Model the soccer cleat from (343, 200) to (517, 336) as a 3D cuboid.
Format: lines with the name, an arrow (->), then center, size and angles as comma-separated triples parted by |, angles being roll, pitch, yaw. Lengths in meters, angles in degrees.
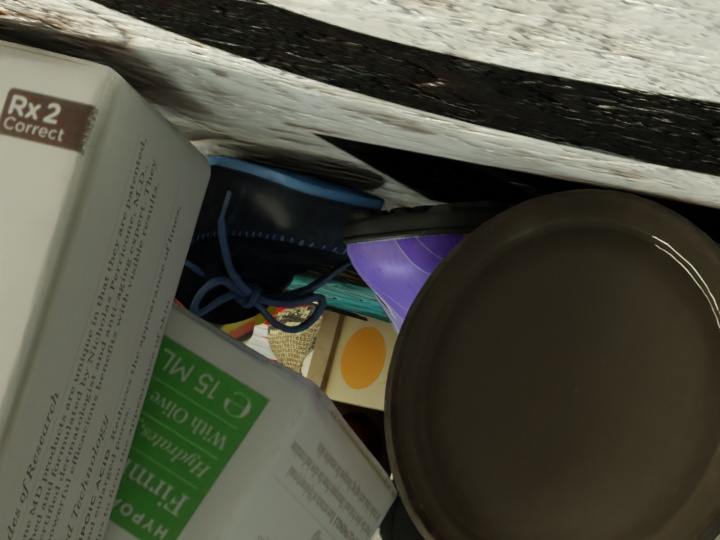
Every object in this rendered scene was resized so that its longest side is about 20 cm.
soccer cleat -> 0.042, 0.017, 1.148 | 0.068, 0.073, 0.200 | -2, 171, 14

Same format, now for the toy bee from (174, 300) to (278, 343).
toy bee -> -0.099, 0.038, 1.586 | 0.131, 0.109, 0.200 | -28, -172, -5

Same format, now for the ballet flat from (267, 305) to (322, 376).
ballet flat -> 0.028, 0.068, 1.693 | 0.200, 0.068, 0.075 | 12, -142, 17

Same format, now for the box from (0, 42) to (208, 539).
box -> -0.185, 0.015, 1.057 | 0.199, 0.200, 0.131 | 13, 170, 17

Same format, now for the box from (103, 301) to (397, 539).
box -> -0.123, 0.093, 1.209 | 0.199, 0.171, 0.200 | 31, 171, 18

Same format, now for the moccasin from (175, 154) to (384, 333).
moccasin -> -0.048, -0.007, 1.220 | 0.080, 0.068, 0.200 | 17, 173, -22

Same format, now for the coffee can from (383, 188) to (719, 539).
coffee can -> 0.120, 0.064, 1.088 | 0.146, 0.146, 0.200 | 11, 173, 32

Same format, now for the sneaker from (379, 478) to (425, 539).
sneaker -> 0.069, 0.086, 1.308 | 0.075, 0.200, 0.079 | 44, 135, -20

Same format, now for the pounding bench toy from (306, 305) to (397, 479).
pounding bench toy -> 0.080, 0.092, 1.547 | 0.200, 0.124, 0.156 | 20, 172, -42

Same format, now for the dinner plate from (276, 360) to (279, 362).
dinner plate -> 0.025, 0.090, 1.749 | 0.200, 0.024, 0.200 | 4, -160, -1

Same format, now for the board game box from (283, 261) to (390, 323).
board game box -> 0.000, 0.000, 1.361 | 0.135, 0.028, 0.200 | 16, 174, -20
